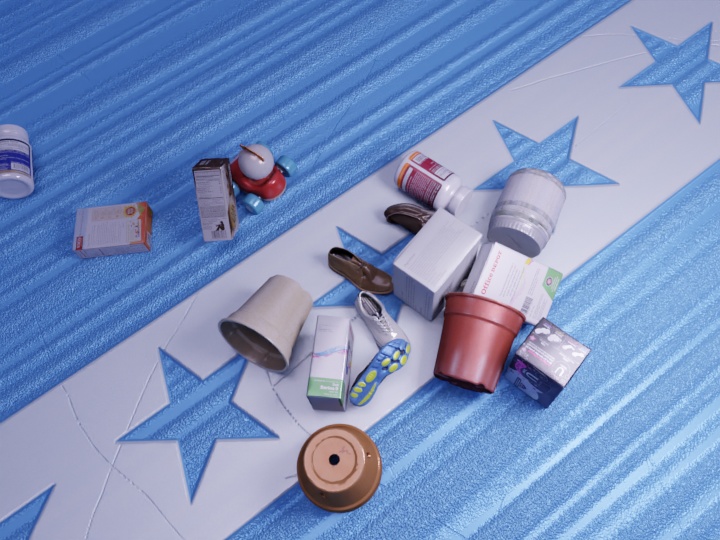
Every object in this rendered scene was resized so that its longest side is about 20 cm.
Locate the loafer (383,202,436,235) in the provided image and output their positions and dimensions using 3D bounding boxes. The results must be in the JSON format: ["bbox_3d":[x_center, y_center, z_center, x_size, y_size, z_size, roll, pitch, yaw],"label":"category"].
[{"bbox_3d":[0.158,-0.128,1.730,0.200,0.073,0.071,10,66,9],"label":"loafer"}]

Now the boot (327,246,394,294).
[{"bbox_3d":[0.000,0.000,1.684,0.200,0.075,0.074,26,68,13],"label":"boot"}]

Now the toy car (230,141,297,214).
[{"bbox_3d":[-0.296,-0.294,1.769,0.177,0.200,0.184,33,71,17],"label":"toy car"}]

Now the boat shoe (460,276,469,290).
[{"bbox_3d":[0.348,0.010,1.657,0.200,0.075,0.062,-15,60,-8],"label":"boat shoe"}]

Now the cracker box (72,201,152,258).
[{"bbox_3d":[-0.688,-0.113,1.792,0.200,0.058,0.134,-5,64,0],"label":"cracker box"}]

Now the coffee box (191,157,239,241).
[{"bbox_3d":[-0.384,-0.191,1.717,0.080,0.200,0.113,-4,21,2],"label":"coffee box"}]

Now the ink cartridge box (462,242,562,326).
[{"bbox_3d":[0.370,0.034,1.578,0.200,0.084,0.145,23,86,-12],"label":"ink cartridge box"}]

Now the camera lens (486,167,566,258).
[{"bbox_3d":[0.433,-0.153,1.675,0.160,0.160,0.200,22,69,13],"label":"camera lens"}]

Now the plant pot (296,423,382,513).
[{"bbox_3d":[-0.054,0.436,1.451,0.200,0.140,0.200,-2,65,4],"label":"plant pot"}]

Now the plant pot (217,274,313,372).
[{"bbox_3d":[-0.217,0.119,1.595,0.200,0.201,0.184,25,58,14],"label":"plant pot"}]

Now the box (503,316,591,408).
[{"bbox_3d":[0.423,0.217,1.484,0.132,0.200,0.115,36,71,18],"label":"box"}]

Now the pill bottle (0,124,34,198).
[{"bbox_3d":[-1.019,-0.320,1.879,0.116,0.116,0.200,-15,65,-3],"label":"pill bottle"}]

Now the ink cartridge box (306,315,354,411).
[{"bbox_3d":[-0.070,0.224,1.546,0.087,0.145,0.200,3,65,5],"label":"ink cartridge box"}]

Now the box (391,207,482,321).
[{"bbox_3d":[0.188,-0.012,1.606,0.131,0.199,0.200,36,72,18],"label":"box"}]

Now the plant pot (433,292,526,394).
[{"bbox_3d":[0.269,0.178,1.528,0.201,0.201,0.195,17,75,11],"label":"plant pot"}]

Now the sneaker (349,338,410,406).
[{"bbox_3d":[0.040,0.240,1.562,0.071,0.083,0.200,43,83,-12],"label":"sneaker"}]

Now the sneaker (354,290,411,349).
[{"bbox_3d":[0.051,0.134,1.619,0.073,0.071,0.200,-39,69,-13],"label":"sneaker"}]

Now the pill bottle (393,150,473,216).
[{"bbox_3d":[0.200,-0.233,1.755,0.200,0.113,0.113,36,72,18],"label":"pill bottle"}]
